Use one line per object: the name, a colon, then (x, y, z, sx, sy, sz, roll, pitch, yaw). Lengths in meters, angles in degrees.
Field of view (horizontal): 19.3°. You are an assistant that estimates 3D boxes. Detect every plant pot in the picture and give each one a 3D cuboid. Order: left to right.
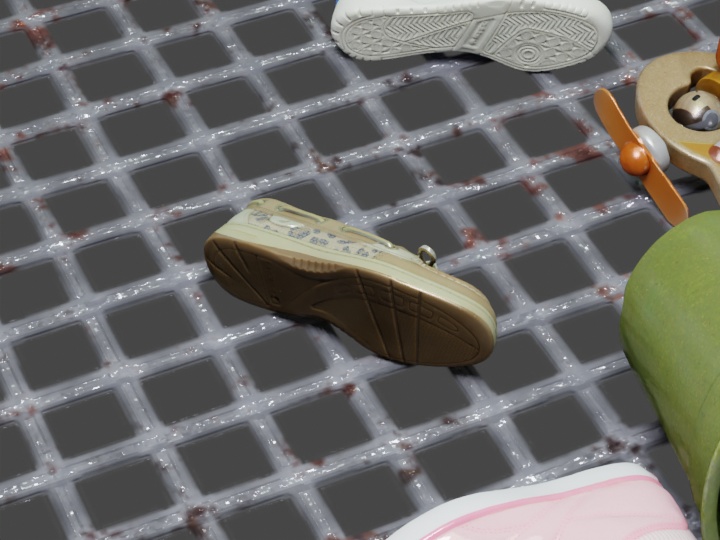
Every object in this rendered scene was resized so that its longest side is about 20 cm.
plant pot: (0.233, 0.060, 1.168, 0.198, 0.201, 0.190, -15, 32, -15)

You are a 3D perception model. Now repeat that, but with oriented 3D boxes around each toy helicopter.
toy helicopter: (0.230, -0.068, 1.371, 0.131, 0.079, 0.201, -7, 50, -11)

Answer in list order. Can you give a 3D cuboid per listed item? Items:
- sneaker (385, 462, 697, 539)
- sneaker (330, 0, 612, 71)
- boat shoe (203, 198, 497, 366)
sneaker: (0.095, 0.170, 1.110, 0.199, 0.076, 0.105, -15, 39, -21)
sneaker: (0.083, -0.205, 1.519, 0.198, 0.077, 0.112, 0, 51, 11)
boat shoe: (0.000, 0.000, 1.300, 0.199, 0.074, 0.063, 20, 49, 22)
